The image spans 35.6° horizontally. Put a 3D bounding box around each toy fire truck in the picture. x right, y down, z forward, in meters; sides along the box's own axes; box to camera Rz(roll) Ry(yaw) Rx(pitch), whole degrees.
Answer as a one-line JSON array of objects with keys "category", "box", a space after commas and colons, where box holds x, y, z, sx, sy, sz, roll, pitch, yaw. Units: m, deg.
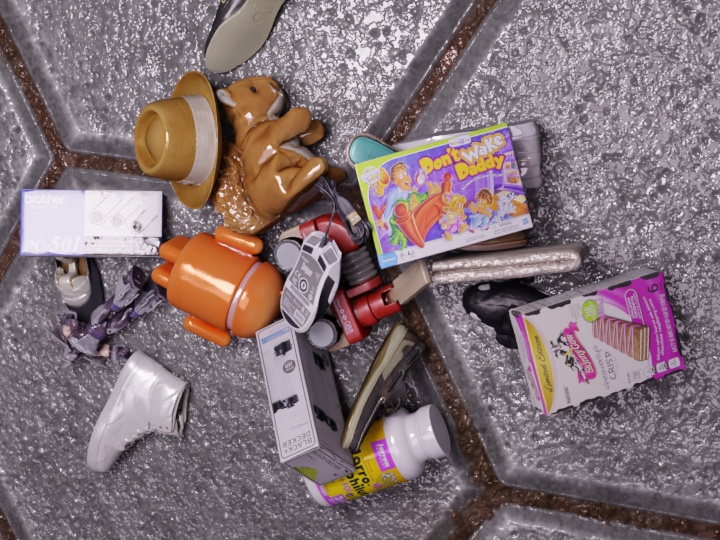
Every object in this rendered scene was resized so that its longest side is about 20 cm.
[{"category": "toy fire truck", "box": [0.000, 0.000, 1.509, 0.198, 0.129, 0.178, -22, 94, 16]}]

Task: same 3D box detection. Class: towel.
[{"category": "towel", "box": [0.195, -0.008, 1.457, 0.197, 0.132, 0.035, -5, 95, 16]}]

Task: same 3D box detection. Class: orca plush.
[{"category": "orca plush", "box": [0.227, 0.073, 1.495, 0.199, 0.071, 0.106, 33, 106, 6]}]

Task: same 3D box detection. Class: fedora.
[{"category": "fedora", "box": [-0.254, -0.176, 1.512, 0.081, 0.200, 0.203, -2, 104, -30]}]

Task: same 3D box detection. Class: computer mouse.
[{"category": "computer mouse", "box": [-0.048, -0.011, 1.445, 0.110, 0.044, 0.202, 44, 123, 35]}]

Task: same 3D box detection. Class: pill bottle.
[{"category": "pill bottle", "box": [0.022, 0.253, 1.564, 0.198, 0.104, 0.105, -22, 94, 17]}]

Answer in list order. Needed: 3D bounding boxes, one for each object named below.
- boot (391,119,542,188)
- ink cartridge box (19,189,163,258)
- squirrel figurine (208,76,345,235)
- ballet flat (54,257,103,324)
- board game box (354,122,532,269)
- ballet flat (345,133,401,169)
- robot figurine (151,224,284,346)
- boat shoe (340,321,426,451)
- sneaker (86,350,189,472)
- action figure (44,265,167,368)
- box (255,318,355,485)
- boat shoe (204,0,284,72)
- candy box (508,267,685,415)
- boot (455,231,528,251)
[{"category": "boot", "box": [0.142, -0.137, 1.478, 0.198, 0.074, 0.097, -5, 102, 19]}, {"category": "ink cartridge box", "box": [-0.381, -0.066, 1.595, 0.197, 0.044, 0.095, 0, 87, -6]}, {"category": "squirrel figurine", "box": [-0.144, -0.158, 1.517, 0.199, 0.141, 0.188, -36, 84, 15]}, {"category": "ballet flat", "box": [-0.427, -0.010, 1.649, 0.072, 0.073, 0.203, -4, 100, 15]}, {"category": "board game box", "box": [0.103, -0.094, 1.409, 0.198, 0.045, 0.136, -16, 92, 0]}, {"category": "ballet flat", "box": [0.070, -0.118, 1.465, 0.199, 0.067, 0.068, 34, 88, -2]}, {"category": "robot figurine", "box": [-0.191, 0.023, 1.571, 0.198, 0.117, 0.145, 24, 72, 9]}, {"category": "boat shoe", "box": [0.035, 0.161, 1.513, 0.065, 0.202, 0.072, 27, 147, 0]}, {"category": "sneaker", "box": [-0.326, 0.234, 1.666, 0.115, 0.074, 0.202, 28, 105, 11]}, {"category": "action figure", "box": [-0.375, 0.077, 1.635, 0.200, 0.070, 0.130, -42, 133, 17]}, {"category": "box", "box": [-0.075, 0.177, 1.519, 0.060, 0.117, 0.202, -25, 57, 15]}, {"category": "boat shoe", "box": [-0.154, -0.359, 1.520, 0.202, 0.073, 0.063, -54, 49, 26]}, {"category": "candy box", "box": [0.305, 0.090, 1.444, 0.198, 0.061, 0.138, -17, 97, -8]}, {"category": "boot", "box": [0.128, -0.064, 1.500, 0.197, 0.074, 0.077, 6, 92, 15]}]
